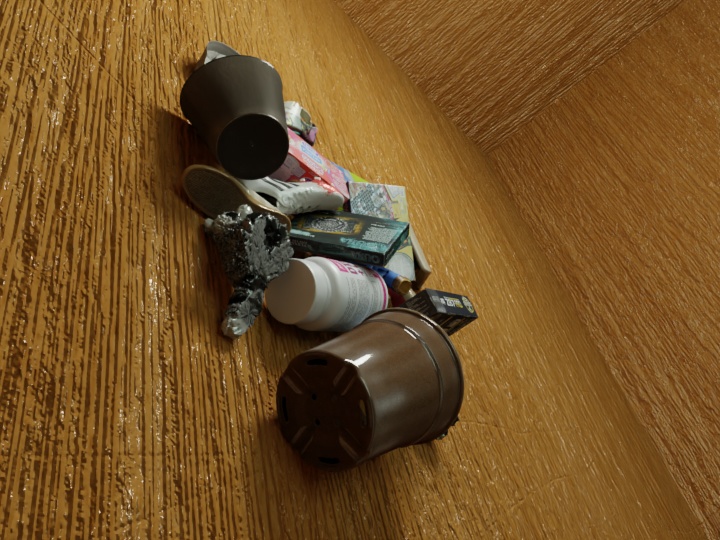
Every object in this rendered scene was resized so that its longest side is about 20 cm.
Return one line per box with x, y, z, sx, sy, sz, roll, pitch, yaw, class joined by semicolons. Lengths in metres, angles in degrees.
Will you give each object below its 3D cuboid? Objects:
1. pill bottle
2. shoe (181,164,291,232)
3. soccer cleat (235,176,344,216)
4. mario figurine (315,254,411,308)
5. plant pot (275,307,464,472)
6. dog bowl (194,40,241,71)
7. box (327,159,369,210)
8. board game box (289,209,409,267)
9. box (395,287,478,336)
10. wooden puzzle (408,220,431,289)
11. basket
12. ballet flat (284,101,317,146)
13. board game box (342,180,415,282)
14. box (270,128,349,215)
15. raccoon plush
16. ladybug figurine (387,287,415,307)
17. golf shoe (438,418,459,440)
-0.050;0.039;0.978;0.200;0.113;0.114;10;47;-59;pill bottle
-0.198;-0.104;0.983;0.200;0.070;0.053;33;2;-38;shoe
-0.123;-0.122;1.085;0.199;0.069;0.085;10;52;-23;soccer cleat
0.000;0.000;1.138;0.123;0.106;0.200;-22;49;-40;mario figurine
0.006;0.163;0.830;0.198;0.200;0.201;-10;64;-56;plant pot
-0.249;-0.365;1.264;0.200;0.059;0.200;41;25;-25;dog bowl
-0.025;-0.176;1.429;0.200;0.048;0.122;18;40;-55;box
-0.030;-0.062;1.082;0.135;0.199;0.028;-50;147;-55;board game box
0.073;0.105;1.007;0.161;0.200;0.049;9;49;-58;box
0.103;-0.056;1.416;0.200;0.037;0.185;81;-14;-78;wooden puzzle
-0.190;-0.244;1.011;0.200;0.180;0.136;-118;-166;-47;basket
-0.134;-0.297;1.257;0.069;0.071;0.200;14;3;14;ballet flat
0.035;-0.073;1.244;0.135;0.035;0.201;2;76;-29;board game box
-0.126;-0.183;1.179;0.200;0.100;0.096;34;29;-36;box
-0.188;-0.009;0.874;0.097;0.134;0.200;55;50;-36;raccoon plush
0.087;0.106;1.157;0.200;0.072;0.136;62;-15;-8;ladybug figurine
0.076;0.212;1.049;0.200;0.077;0.088;41;5;-31;golf shoe
